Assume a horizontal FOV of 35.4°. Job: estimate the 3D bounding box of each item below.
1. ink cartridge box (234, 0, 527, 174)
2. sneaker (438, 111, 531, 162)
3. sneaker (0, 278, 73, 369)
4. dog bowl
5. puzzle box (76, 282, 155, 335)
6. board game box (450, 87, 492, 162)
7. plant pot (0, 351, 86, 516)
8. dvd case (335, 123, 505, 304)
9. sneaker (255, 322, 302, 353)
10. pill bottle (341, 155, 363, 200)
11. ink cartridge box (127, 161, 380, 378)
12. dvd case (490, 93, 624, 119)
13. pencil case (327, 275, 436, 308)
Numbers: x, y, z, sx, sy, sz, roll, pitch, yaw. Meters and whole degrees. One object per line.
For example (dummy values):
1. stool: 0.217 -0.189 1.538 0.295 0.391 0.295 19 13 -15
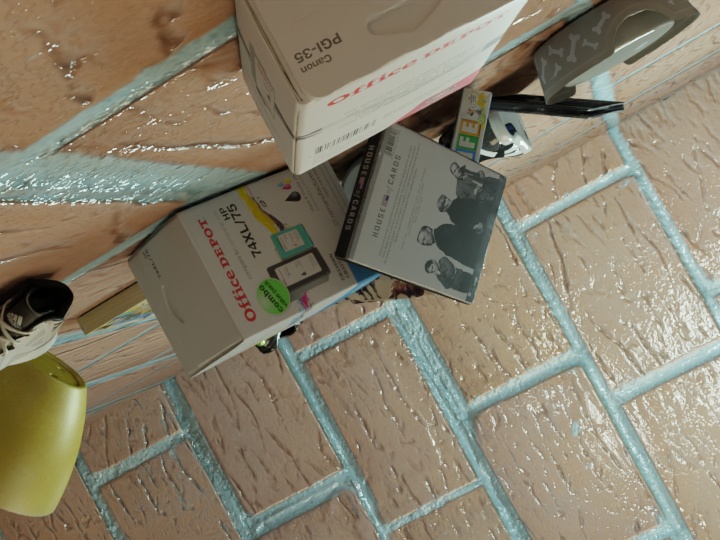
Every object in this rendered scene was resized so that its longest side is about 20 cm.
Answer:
1. ink cartridge box: 0.007 -0.141 0.676 0.146 0.083 0.200 -28 177 -7
2. sneaker: 0.168 -0.183 1.578 0.112 0.073 0.200 -23 174 19
3. sneaker: -0.348 0.061 1.032 0.200 0.076 0.115 -36 174 -44
4. dog bowl: 0.290 -0.268 1.310 0.200 0.059 0.200 -29 177 -1
5. puzzle box: -0.270 0.033 1.493 0.133 0.025 0.200 -30 176 17
6. board game box: 0.124 -0.135 1.375 0.034 0.135 0.200 11 177 3
7. plant pot: -0.397 0.164 1.293 0.142 0.200 0.200 -56 176 1
8. dvd case: 0.069 -0.059 1.201 0.200 0.151 0.025 20 175 -42
9. sneaker: -0.120 0.051 1.603 0.077 0.084 0.200 -18 -159 29
10. pill bottle: 0.035 -0.092 1.400 0.111 0.111 0.200 -29 176 9
11. ink cartridge box: -0.112 -0.005 1.201 0.200 0.147 0.146 -27 177 -37
12. dvd case: 0.247 -0.212 1.456 0.148 0.016 0.200 9 -167 24
13. pencil case: 0.000 0.000 1.335 0.200 0.078 0.089 -7 155 18
